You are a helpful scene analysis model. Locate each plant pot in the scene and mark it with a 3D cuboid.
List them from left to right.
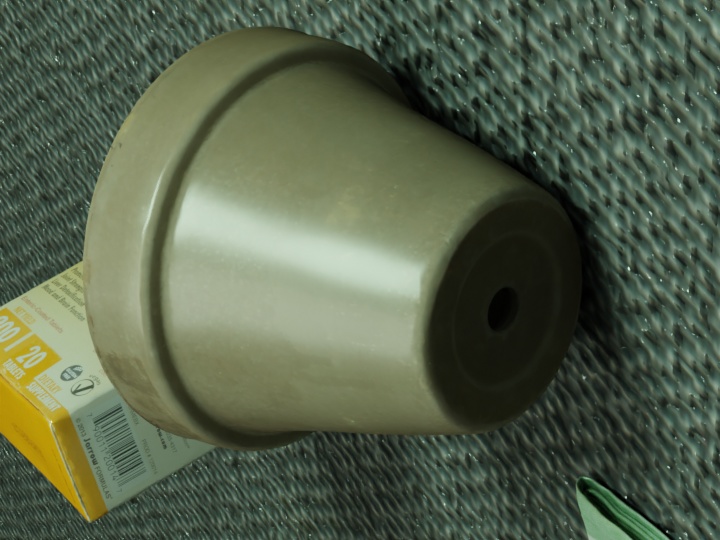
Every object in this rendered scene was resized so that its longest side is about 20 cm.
[{"bbox_3d":[0.000,0.000,1.317,0.174,0.200,0.201,17,133,41],"label":"plant pot"}]

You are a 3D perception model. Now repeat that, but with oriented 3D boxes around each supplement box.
[{"bbox_3d":[-0.099,0.035,1.556,0.126,0.200,0.074,35,150,51],"label":"supplement box"}]

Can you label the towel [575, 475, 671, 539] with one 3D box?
[{"bbox_3d":[0.160,0.213,1.391,0.153,0.023,0.200,39,149,51],"label":"towel"}]
